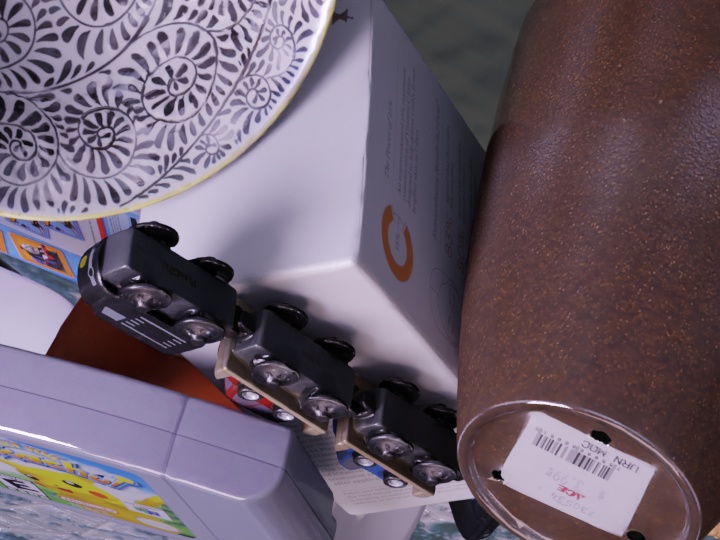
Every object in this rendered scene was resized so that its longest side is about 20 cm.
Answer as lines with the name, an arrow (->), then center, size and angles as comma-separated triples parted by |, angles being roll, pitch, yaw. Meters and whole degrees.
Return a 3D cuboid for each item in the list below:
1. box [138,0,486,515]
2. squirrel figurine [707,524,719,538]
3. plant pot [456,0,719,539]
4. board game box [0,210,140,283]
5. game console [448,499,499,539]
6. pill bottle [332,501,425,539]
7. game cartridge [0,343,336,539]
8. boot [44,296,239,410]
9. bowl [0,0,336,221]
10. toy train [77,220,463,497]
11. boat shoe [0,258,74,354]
box -> 0.000, 0.000, 0.862 | 0.097, 0.125, 0.200 | -11, 146, 22
squirrel figurine -> 0.227, 0.074, 0.952 | 0.141, 0.188, 0.199 | 28, 149, -29
plant pot -> 0.113, 0.007, 0.806 | 0.185, 0.201, 0.188 | 17, 141, 15
board game box -> -0.163, -0.049, 0.998 | 0.198, 0.037, 0.152 | 21, 156, 11
game console -> 0.013, 0.039, 1.064 | 0.115, 0.177, 0.200 | -11, 159, -17
pill bottle -> -0.065, 0.078, 1.096 | 0.199, 0.106, 0.106 | 32, 165, 31
game cartridge -> -0.114, 0.068, 0.838 | 0.198, 0.041, 0.134 | 13, 158, 14
boot -> -0.074, 0.043, 0.978 | 0.107, 0.075, 0.199 | -46, 151, 20
bowl -> -0.112, -0.128, 0.771 | 0.199, 0.202, 0.094 | 24, -165, -22
toy train -> -0.028, 0.038, 0.774 | 0.046, 0.034, 0.200 | -17, 144, 36
boat shoe -> -0.208, 0.016, 1.098 | 0.199, 0.072, 0.068 | 27, 163, 27
